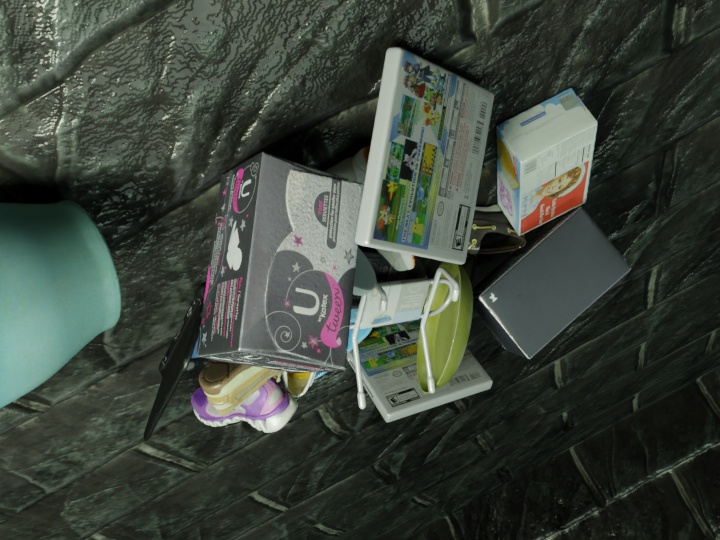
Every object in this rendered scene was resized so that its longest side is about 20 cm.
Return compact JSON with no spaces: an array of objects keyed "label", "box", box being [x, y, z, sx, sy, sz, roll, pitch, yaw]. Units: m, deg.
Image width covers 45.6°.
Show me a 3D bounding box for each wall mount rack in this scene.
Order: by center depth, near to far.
[{"label":"wall mount rack","box":[0.052,0.084,1.139,0.196,0.075,0.176,-7,126,-29]}]

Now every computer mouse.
[{"label":"computer mouse","box":[0.000,0.000,1.146,0.197,0.053,0.141,8,103,-35]}]

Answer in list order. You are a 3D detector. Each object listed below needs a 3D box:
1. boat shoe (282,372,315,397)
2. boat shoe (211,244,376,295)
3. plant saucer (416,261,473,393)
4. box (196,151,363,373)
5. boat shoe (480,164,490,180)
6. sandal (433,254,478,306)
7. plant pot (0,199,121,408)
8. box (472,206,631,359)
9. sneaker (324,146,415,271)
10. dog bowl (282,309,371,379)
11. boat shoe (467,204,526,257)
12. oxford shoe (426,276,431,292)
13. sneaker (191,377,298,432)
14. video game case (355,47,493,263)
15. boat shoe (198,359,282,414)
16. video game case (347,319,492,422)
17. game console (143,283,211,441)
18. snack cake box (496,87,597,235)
[{"label":"boat shoe","box":[-0.082,0.104,1.217,0.073,0.087,0.205,10,128,-8]},{"label":"boat shoe","box":[-0.081,-0.012,1.039,0.198,0.072,0.091,28,133,-22]},{"label":"plant saucer","box":[0.126,0.082,1.255,0.030,0.203,0.201,12,142,-9]},{"label":"box","box":[-0.082,-0.002,0.905,0.130,0.204,0.114,13,167,-30]},{"label":"boat shoe","box":[0.094,-0.126,1.054,0.071,0.067,0.199,-28,174,38]},{"label":"sandal","box":[0.140,0.031,1.356,0.053,0.083,0.202,10,134,-5]},{"label":"plant pot","box":[-0.337,0.023,0.804,0.186,0.201,0.201,-26,157,-37]},{"label":"box","box":[0.274,0.022,1.294,0.199,0.124,0.198,-41,177,0]},{"label":"sneaker","box":[0.006,-0.067,1.065,0.090,0.077,0.201,-16,136,14]},{"label":"dog bowl","box":[-0.058,0.108,1.332,0.110,0.050,0.200,8,136,-49]},{"label":"boat shoe","box":[0.160,-0.052,1.242,0.198,0.061,0.072,-9,148,-32]},{"label":"oxford shoe","box":[0.056,0.026,1.287,0.075,0.058,0.199,-36,153,13]},{"label":"sneaker","box":[-0.184,0.179,1.272,0.197,0.089,0.081,-4,-144,40]},{"label":"video game case","box":[0.075,-0.118,0.941,0.181,0.022,0.204,9,92,-49]},{"label":"boat shoe","box":[-0.122,0.113,1.134,0.199,0.071,0.077,-35,129,-20]},{"label":"video game case","box":[0.086,0.147,1.385,0.197,0.183,0.022,-13,135,-25]},{"label":"game console","box":[-0.202,0.121,1.151,0.173,0.118,0.201,-4,145,-37]},{"label":"snack cake box","box":[0.250,-0.142,1.166,0.113,0.068,0.201,-27,153,-4]}]
